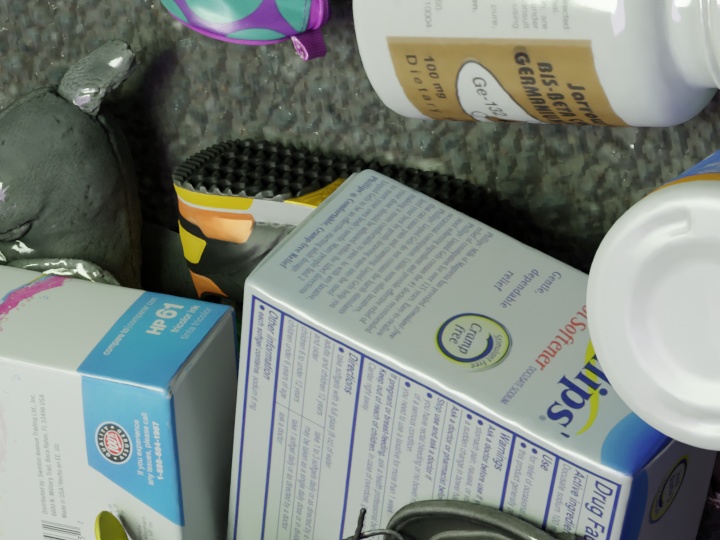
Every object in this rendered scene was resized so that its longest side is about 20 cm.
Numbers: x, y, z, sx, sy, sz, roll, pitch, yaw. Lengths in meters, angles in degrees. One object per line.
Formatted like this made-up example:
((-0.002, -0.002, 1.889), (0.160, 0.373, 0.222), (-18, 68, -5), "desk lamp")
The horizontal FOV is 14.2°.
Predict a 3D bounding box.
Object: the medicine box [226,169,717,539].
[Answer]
((0.049, 0.084, 1.309), (0.200, 0.103, 0.182), (27, 137, 20), "medicine box")

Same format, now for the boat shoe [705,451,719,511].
((0.143, 0.070, 1.344), (0.200, 0.060, 0.072), (29, 118, 20), "boat shoe")

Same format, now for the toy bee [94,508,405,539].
((-0.092, 0.152, 1.280), (0.200, 0.109, 0.131), (-51, 43, 17), "toy bee")

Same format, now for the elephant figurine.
((-0.143, 0.017, 1.463), (0.200, 0.141, 0.155), (57, 154, 0), "elephant figurine")

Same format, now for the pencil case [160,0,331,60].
((-0.033, -0.206, 1.343), (0.092, 0.085, 0.200), (26, 118, 22), "pencil case")

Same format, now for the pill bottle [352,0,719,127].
((0.107, -0.120, 1.271), (0.200, 0.114, 0.115), (3, 107, 29), "pill bottle")

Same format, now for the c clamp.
((0.092, 0.180, 1.248), (0.171, 0.027, 0.200), (-16, 106, 53), "c clamp")

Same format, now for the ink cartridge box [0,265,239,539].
((-0.161, 0.078, 1.384), (0.200, 0.085, 0.145), (9, 124, 18), "ink cartridge box")

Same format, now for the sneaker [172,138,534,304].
((0.000, 0.000, 1.408), (0.200, 0.070, 0.090), (16, 125, 27), "sneaker")

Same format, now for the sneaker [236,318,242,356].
((-0.041, 0.110, 1.459), (0.074, 0.084, 0.200), (-3, 123, 31), "sneaker")

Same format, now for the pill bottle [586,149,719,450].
((0.183, -0.007, 1.211), (0.112, 0.200, 0.112), (9, 110, 27), "pill bottle")
